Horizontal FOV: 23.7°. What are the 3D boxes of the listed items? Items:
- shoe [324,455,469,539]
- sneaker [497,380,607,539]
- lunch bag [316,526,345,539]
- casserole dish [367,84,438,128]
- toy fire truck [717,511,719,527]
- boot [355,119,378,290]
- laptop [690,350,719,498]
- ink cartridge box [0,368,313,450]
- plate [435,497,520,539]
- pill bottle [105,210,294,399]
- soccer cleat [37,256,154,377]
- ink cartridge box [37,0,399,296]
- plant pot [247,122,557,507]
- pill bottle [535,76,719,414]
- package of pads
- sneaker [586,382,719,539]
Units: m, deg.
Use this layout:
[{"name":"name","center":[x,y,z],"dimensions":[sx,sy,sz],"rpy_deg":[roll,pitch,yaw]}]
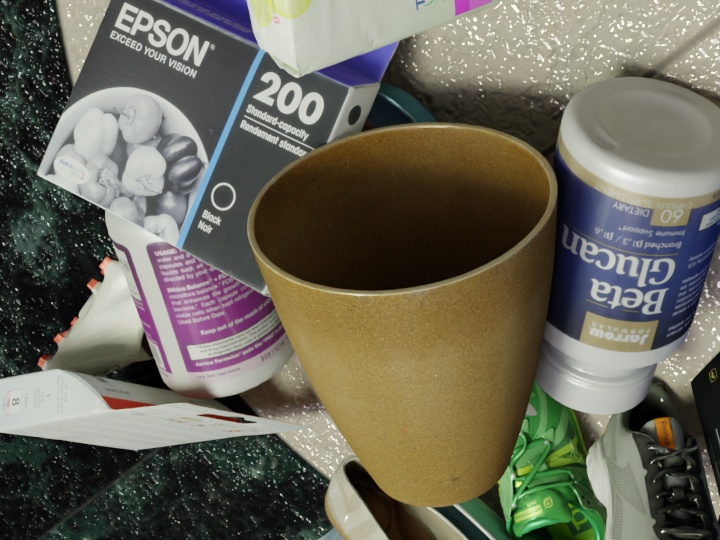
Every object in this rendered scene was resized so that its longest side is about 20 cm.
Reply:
[{"name":"shoe","center":[0.045,0.213,1.239],"dimensions":[0.200,0.070,0.054],"rpy_deg":[44,144,23]},{"name":"sneaker","center":[0.128,0.142,1.223],"dimensions":[0.074,0.084,0.201],"rpy_deg":[-28,108,22]},{"name":"lunch bag","center":[0.046,0.294,1.323],"dimensions":[0.200,0.127,0.170],"rpy_deg":[46,154,23]},{"name":"casserole dish","center":[0.038,-0.046,1.187],"dimensions":[0.200,0.039,0.121],"rpy_deg":[50,133,-6]},{"name":"toy fire truck","center":[0.302,0.148,1.085],"dimensions":[0.167,0.112,0.202],"rpy_deg":[13,93,43]},{"name":"boot","center":[0.000,0.000,1.151],"dimensions":[0.074,0.097,0.201],"rpy_deg":[0,120,35]},{"name":"laptop","center":[0.235,0.075,1.035],"dimensions":[0.102,0.178,0.200],"rpy_deg":[13,137,-21]},{"name":"ink cartridge box","center":[-0.161,0.104,1.346],"dimensions":[0.199,0.162,0.058],"rpy_deg":[-16,70,34]},{"name":"plate","center":[0.088,0.206,1.297],"dimensions":[0.200,0.026,0.200],"rpy_deg":[41,164,14]},{"name":"pill bottle","center":[-0.122,-0.017,1.261],"dimensions":[0.111,0.112,0.202],"rpy_deg":[2,122,31]},{"name":"soccer cleat","center":[-0.204,0.059,1.399],"dimensions":[0.077,0.069,0.200],"rpy_deg":[38,131,0]},{"name":"ink cartridge box","center":[-0.094,-0.113,1.138],"dimensions":[0.197,0.043,0.202],"rpy_deg":[26,95,22]},{"name":"plant pot","center":[0.037,0.041,1.066],"dimensions":[0.185,0.187,0.202],"rpy_deg":[10,128,26]},{"name":"pill bottle","center":[0.164,-0.010,1.082],"dimensions":[0.110,0.111,0.201],"rpy_deg":[22,131,18]},{"name":"package of pads","center":[-0.003,-0.228,1.005],"dimensions":[0.068,0.153,0.202],"rpy_deg":[41,148,54]},{"name":"sneaker","center":[0.197,0.149,1.129],"dimensions":[0.073,0.201,0.080],"rpy_deg":[6,121,-12]}]
